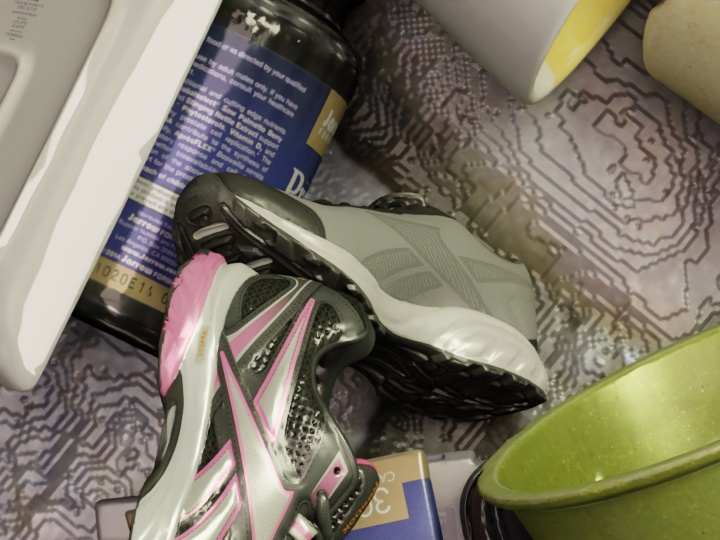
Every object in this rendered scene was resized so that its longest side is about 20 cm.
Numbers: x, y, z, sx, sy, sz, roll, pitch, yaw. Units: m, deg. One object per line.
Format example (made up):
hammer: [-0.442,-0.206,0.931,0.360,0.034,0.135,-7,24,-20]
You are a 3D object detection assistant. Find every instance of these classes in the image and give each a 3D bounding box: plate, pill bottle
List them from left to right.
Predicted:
plate: [-0.151,-0.064,1.038,0.032,0.200,0.200,29,84,-36]
pill bottle: [-0.069,-0.065,1.061,0.112,0.112,0.200,25,86,6]

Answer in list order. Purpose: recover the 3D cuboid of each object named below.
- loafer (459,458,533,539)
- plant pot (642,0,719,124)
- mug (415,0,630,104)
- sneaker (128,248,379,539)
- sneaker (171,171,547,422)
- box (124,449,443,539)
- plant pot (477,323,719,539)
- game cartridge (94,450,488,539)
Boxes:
loafer: [0.117,0.159,1.031,0.072,0.063,0.200,-35,96,-23]
plant pot: [0.226,-0.098,1.024,0.183,0.200,0.201,30,86,17]
mug: [0.050,-0.164,1.016,0.153,0.187,0.149,36,70,8]
sneaker: [-0.038,0.090,0.926,0.086,0.080,0.200,5,77,5]
sneaker: [0.000,0.000,1.033,0.074,0.200,0.079,-20,56,39]
box: [-0.013,0.180,0.963,0.121,0.032,0.200,-12,80,2]
plant pot: [0.173,0.127,0.951,0.200,0.200,0.190,-24,96,0]
game cartridge: [-0.011,0.149,1.074,0.200,0.038,0.130,-6,79,2]
